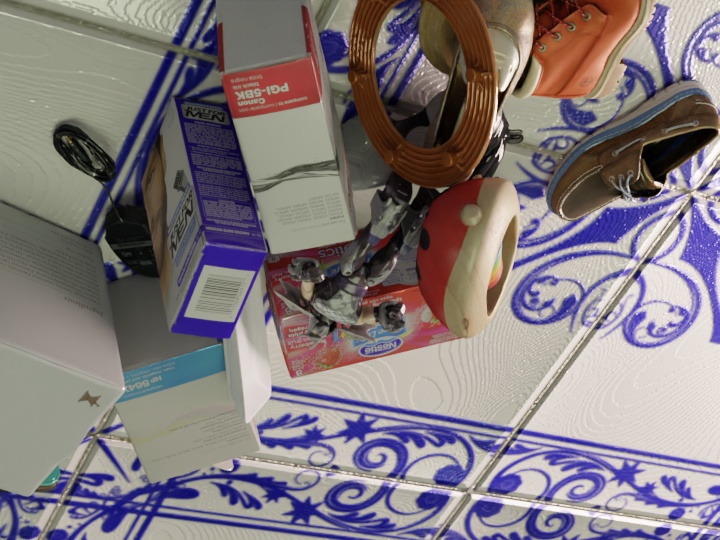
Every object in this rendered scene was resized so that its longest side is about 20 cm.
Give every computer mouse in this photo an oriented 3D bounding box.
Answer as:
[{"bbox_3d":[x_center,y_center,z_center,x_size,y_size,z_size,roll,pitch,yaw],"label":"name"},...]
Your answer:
[{"bbox_3d":[-0.230,-0.068,1.524,0.058,0.034,0.201,-2,136,26],"label":"computer mouse"}]

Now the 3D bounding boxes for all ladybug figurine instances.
[{"bbox_3d":[0.094,-0.016,1.434,0.071,0.137,0.200,19,158,13],"label":"ladybug figurine"}]

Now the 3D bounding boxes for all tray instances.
[{"bbox_3d":[-0.116,0.038,1.550,0.022,0.107,0.202,-3,100,10],"label":"tray"}]

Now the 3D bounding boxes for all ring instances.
[{"bbox_3d":[0.047,-0.170,1.399,0.019,0.201,0.202,-14,140,-36],"label":"ring"}]

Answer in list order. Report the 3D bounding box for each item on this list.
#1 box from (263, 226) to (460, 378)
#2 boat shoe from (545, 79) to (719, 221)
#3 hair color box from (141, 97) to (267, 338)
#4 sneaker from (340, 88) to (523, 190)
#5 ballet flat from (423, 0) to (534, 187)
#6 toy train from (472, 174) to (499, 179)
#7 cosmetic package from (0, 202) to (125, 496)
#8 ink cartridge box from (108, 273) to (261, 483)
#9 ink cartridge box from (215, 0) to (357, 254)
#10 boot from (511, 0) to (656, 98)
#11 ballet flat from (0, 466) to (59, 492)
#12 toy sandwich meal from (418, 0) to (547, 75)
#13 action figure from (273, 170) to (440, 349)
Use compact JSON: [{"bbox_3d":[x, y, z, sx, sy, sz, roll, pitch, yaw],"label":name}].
[{"bbox_3d":[0.007,0.025,1.640,0.198,0.100,0.096,-13,135,-7],"label":"box"},{"bbox_3d":[0.274,-0.109,1.619,0.200,0.073,0.072,-40,132,20],"label":"boat shoe"},{"bbox_3d":[-0.144,-0.050,1.444,0.064,0.201,0.110,9,130,-23],"label":"hair color box"},{"bbox_3d":[0.060,-0.110,1.544,0.198,0.076,0.114,-18,155,23],"label":"sneaker"},{"bbox_3d":[0.104,-0.157,1.397,0.067,0.067,0.201,14,124,-2],"label":"ballet flat"},{"bbox_3d":[0.126,-0.064,1.571,0.045,0.034,0.200,-19,172,8],"label":"toy train"},{"bbox_3d":[-0.340,0.066,1.491,0.166,0.201,0.167,26,120,-36],"label":"cosmetic package"},{"bbox_3d":[-0.186,0.111,1.637,0.124,0.129,0.201,-16,135,-2],"label":"ink cartridge box"},{"bbox_3d":[-0.065,-0.138,1.410,0.082,0.147,0.201,-11,130,3],"label":"ink cartridge box"},{"bbox_3d":[0.191,-0.224,1.401,0.106,0.075,0.201,-7,141,-19],"label":"boot"},{"bbox_3d":[-0.415,0.191,1.689,0.199,0.068,0.068,29,129,-26],"label":"ballet flat"},{"bbox_3d":[0.127,-0.258,1.436,0.203,0.071,0.206,-18,144,-13],"label":"toy sandwich meal"},{"bbox_3d":[0.000,0.000,1.517,0.129,0.070,0.201,21,118,-29],"label":"action figure"}]
